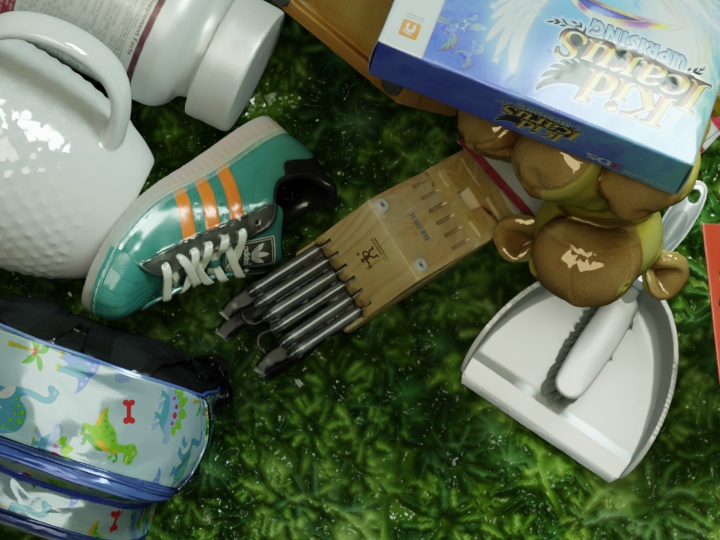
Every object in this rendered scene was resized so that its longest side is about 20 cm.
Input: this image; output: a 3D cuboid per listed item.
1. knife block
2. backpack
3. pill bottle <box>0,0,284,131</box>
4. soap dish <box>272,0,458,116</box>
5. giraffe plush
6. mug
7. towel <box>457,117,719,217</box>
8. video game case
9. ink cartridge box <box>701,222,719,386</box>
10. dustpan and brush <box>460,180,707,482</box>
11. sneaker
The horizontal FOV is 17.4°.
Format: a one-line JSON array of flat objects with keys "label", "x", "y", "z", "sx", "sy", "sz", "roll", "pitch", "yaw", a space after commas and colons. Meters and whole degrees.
[{"label": "knife block", "x": 0.000, "y": 0.000, "z": 1.612, "sx": 0.200, "sy": 0.175, "sz": 0.064, "roll": -30, "pitch": 87, "yaw": -45}, {"label": "backpack", "x": -0.189, "y": 0.101, "z": 1.533, "sx": 0.182, "sy": 0.200, "sz": 0.148, "roll": 18, "pitch": 87, "yaw": 1}, {"label": "pill bottle", "x": -0.159, "y": -0.179, "z": 1.592, "sx": 0.199, "sy": 0.110, "sz": 0.110, "roll": 27, "pitch": 88, "yaw": 2}, {"label": "soap dish", "x": 0.028, "y": -0.218, "z": 1.542, "sx": 0.157, "sy": 0.081, "sz": 0.201, "roll": 41, "pitch": 132, "yaw": 23}, {"label": "giraffe plush", "x": 0.151, "y": -0.050, "z": 1.509, "sx": 0.172, "sy": 0.200, "sz": 0.163, "roll": 34, "pitch": 130, "yaw": 28}, {"label": "mug", "x": -0.223, "y": -0.090, "z": 1.552, "sx": 0.175, "sy": 0.200, "sz": 0.148, "roll": 27, "pitch": 44, "yaw": -7}, {"label": "towel", "x": 0.177, "y": -0.108, "z": 1.574, "sx": 0.200, "sy": 0.023, "sz": 0.144, "roll": -41, "pitch": 128, "yaw": 5}, {"label": "video game case", "x": 0.128, "y": -0.164, "z": 1.401, "sx": 0.199, "sy": 0.045, "sz": 0.182, "roll": 21, "pitch": 68, "yaw": 1}, {"label": "ink cartridge box", "x": 0.300, "y": 0.016, "z": 1.536, "sx": 0.050, "sy": 0.199, "sz": 0.110, "roll": -9, "pitch": 86, "yaw": 40}, {"label": "dustpan and brush", "x": 0.175, "y": 0.026, "z": 1.598, "sx": 0.139, "sy": 0.057, "sz": 0.201, "roll": 33, "pitch": 87, "yaw": 3}, {"label": "sneaker", "x": -0.096, "y": -0.025, "z": 1.561, "sx": 0.080, "sy": 0.072, "sz": 0.200, "roll": 35, "pitch": 57, "yaw": 20}]
